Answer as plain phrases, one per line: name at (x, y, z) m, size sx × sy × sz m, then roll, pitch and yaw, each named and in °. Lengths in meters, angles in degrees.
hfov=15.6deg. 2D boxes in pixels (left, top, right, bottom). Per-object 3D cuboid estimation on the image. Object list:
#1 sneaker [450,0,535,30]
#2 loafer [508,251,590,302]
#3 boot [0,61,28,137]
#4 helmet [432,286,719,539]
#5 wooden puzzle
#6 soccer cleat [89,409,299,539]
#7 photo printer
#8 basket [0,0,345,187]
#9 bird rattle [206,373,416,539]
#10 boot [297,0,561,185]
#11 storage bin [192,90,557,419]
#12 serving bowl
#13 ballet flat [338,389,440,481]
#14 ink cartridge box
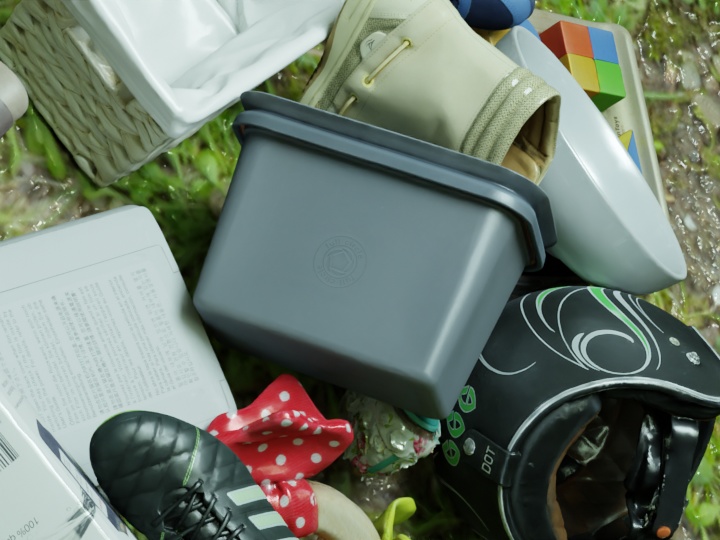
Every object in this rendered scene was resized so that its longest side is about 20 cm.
sneaker at (0.020, -0.192, 1.794) m, size 0.199 × 0.074 × 0.083 m, roll 15°, pitch 61°, yaw -6°
loafer at (0.077, -0.009, 1.738) m, size 0.200 × 0.063 × 0.072 m, roll 20°, pitch 35°, yaw -45°
boot at (-0.252, -0.067, 1.500) m, size 0.146 × 0.070 × 0.200 m, roll -31°, pitch 58°, yaw -26°
helmet at (0.143, 0.102, 1.678) m, size 0.200 × 0.200 × 0.191 m, roll 35°, pitch 10°, yaw -18°
wooden puzzle at (0.133, -0.110, 1.868) m, size 0.199 × 0.046 × 0.186 m, roll 5°, pitch 66°, yaw -35°
soccer cleat at (-0.070, 0.152, 1.451) m, size 0.200 × 0.067 × 0.081 m, roll 46°, pitch 6°, yaw -25°
photo printer at (-0.182, 0.061, 1.533) m, size 0.200 × 0.069 × 0.167 m, roll -19°, pitch 82°, yaw -40°
basket at (-0.115, -0.160, 1.655) m, size 0.136 × 0.123 × 0.200 m, roll 54°, pitch 48°, yaw -2°
bird rattle at (-0.036, 0.171, 1.545) m, size 0.163 × 0.113 × 0.200 m, roll -50°, pitch 127°, yaw -6°
boot at (0.039, -0.081, 1.659) m, size 0.155 × 0.200 × 0.073 m, roll 41°, pitch 42°, yaw 19°
storage bin at (0.000, 0.000, 1.583) m, size 0.199 × 0.146 × 0.135 m, roll 19°, pitch 74°, yaw 15°
serving bowl at (0.134, -0.061, 1.738) m, size 0.200 × 0.066 × 0.200 m, roll 51°, pitch 14°, yaw -18°
ballet flat at (0.009, 0.059, 1.671) m, size 0.076 × 0.064 × 0.200 m, roll 37°, pitch 24°, yaw -20°
ink cartridge box at (-0.209, 0.152, 1.415) m, size 0.145 × 0.084 × 0.200 m, roll -38°, pitch 95°, yaw 0°
